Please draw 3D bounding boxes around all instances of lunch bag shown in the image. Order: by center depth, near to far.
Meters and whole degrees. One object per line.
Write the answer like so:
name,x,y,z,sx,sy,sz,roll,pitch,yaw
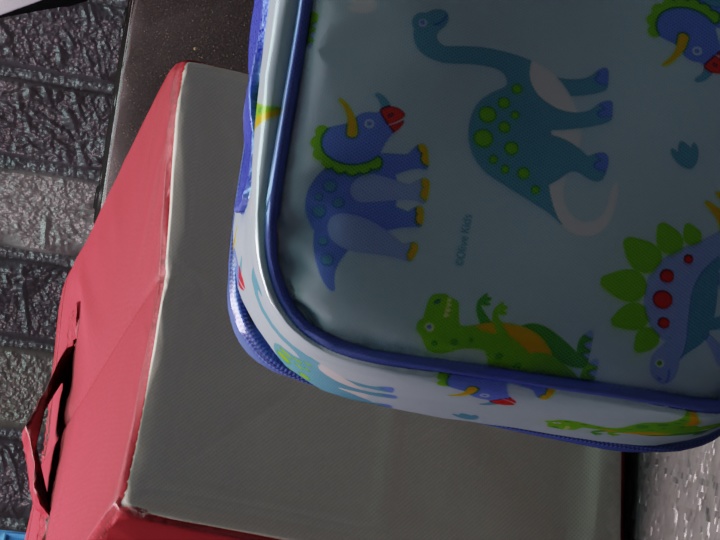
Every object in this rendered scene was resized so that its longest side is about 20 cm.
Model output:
lunch bag,0.047,-0.058,0.788,0.082,0.161,0.200,126,151,-75

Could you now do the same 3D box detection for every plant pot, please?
plant pot,-0.052,-0.076,1.595,0.200,0.177,0.200,-168,86,-84

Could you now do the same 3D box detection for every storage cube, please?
storage cube,-0.012,0.054,1.021,0.180,0.200,0.171,125,155,-60

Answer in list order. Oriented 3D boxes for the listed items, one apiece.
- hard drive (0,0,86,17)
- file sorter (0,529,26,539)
hard drive,-0.115,-0.181,1.533,0.135,0.200,0.042,-22,-86,-64
file sorter,-0.108,0.238,1.553,0.139,0.200,0.123,-92,10,-59
